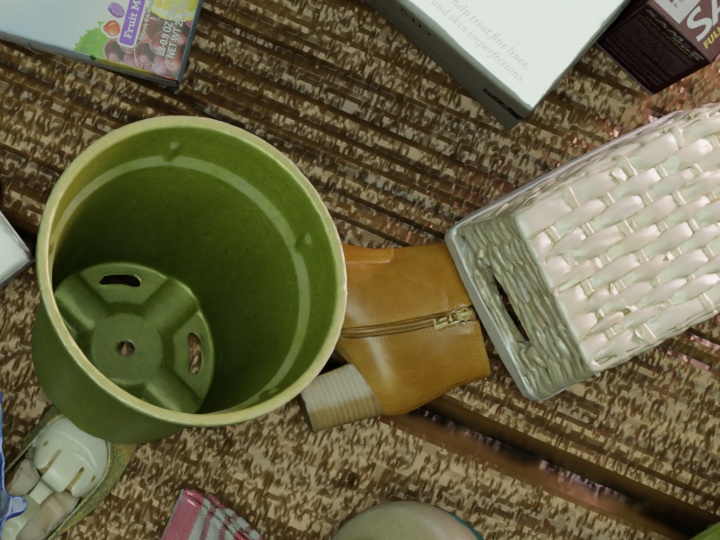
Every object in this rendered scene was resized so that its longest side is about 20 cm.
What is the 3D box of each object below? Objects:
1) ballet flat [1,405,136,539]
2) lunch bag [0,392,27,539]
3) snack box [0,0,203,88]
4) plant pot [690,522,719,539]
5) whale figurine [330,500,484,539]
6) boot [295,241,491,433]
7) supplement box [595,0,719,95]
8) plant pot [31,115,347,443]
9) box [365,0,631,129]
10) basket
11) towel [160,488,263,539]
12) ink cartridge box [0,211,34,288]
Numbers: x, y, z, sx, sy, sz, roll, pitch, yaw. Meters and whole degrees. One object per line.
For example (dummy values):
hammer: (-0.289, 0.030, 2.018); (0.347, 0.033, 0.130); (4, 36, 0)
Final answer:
ballet flat: (-0.218, 0.153, 1.730); (0.071, 0.071, 0.200); (43, 85, -1)
lunch bag: (-0.311, 0.152, 1.630); (0.199, 0.094, 0.151); (1, 81, -7)
snack box: (-0.197, -0.231, 1.746); (0.199, 0.068, 0.169); (15, 87, -1)
plant pot: (0.295, 0.247, 1.701); (0.200, 0.200, 0.193); (-28, 78, -4)
whale figurine: (0.019, 0.253, 1.724); (0.159, 0.104, 0.201); (33, 95, 34)
boot: (0.000, 0.000, 1.756); (0.143, 0.071, 0.202); (-22, 92, -10)
supplement box: (0.226, -0.183, 1.705); (0.061, 0.200, 0.109); (42, 86, -1)
plant pot: (-0.130, 0.027, 1.668); (0.199, 0.184, 0.201); (6, 70, -17)
box: (0.098, -0.236, 1.734); (0.199, 0.131, 0.200); (41, 86, -1)
basket: (0.180, -0.018, 1.714); (0.199, 0.123, 0.136); (-27, 90, -19)
towel: (-0.085, 0.254, 1.685); (0.200, 0.030, 0.147); (39, 105, 35)
ink cartridge box: (-0.338, -0.004, 1.718); (0.200, 0.086, 0.147); (-37, 91, -5)
